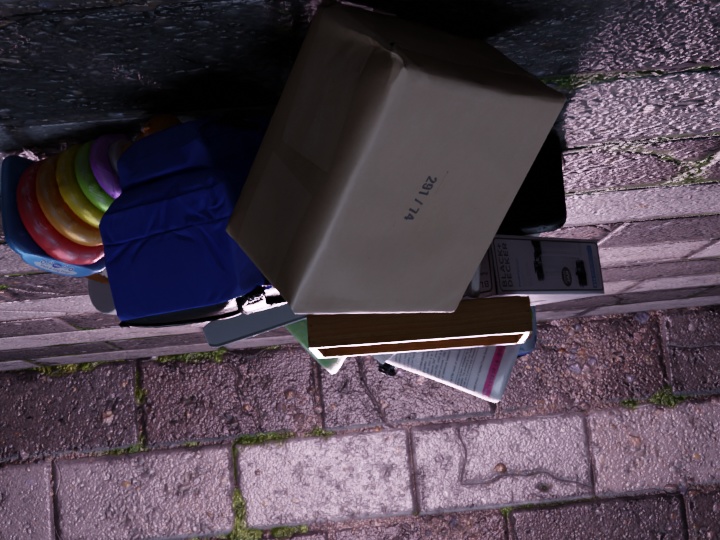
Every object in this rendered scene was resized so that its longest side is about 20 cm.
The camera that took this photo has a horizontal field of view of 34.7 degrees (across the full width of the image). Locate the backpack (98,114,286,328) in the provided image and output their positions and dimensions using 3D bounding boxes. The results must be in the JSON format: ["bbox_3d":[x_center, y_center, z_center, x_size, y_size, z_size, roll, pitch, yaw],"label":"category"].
[{"bbox_3d":[-0.099,-0.045,0.988,0.161,0.170,0.199,-5,-177,33],"label":"backpack"}]

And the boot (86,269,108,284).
[{"bbox_3d":[-0.279,0.001,1.297,0.199,0.069,0.188,29,163,-11],"label":"boot"}]

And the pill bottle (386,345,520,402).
[{"bbox_3d":[0.085,0.067,1.334,0.198,0.114,0.113,19,175,10],"label":"pill bottle"}]

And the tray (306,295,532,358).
[{"bbox_3d":[0.054,0.052,1.063,0.198,0.037,0.099,-4,170,2],"label":"tray"}]

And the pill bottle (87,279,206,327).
[{"bbox_3d":[-0.274,0.022,1.602,0.110,0.112,0.199,-12,169,38],"label":"pill bottle"}]

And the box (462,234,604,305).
[{"bbox_3d":[0.152,0.004,1.200,0.116,0.061,0.199,-12,172,43],"label":"box"}]

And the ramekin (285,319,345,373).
[{"bbox_3d":[-0.064,0.026,1.484,0.098,0.200,0.200,-41,170,0],"label":"ramekin"}]

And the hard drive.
[{"bbox_3d":[-0.068,0.023,1.166,0.131,0.027,0.200,-19,-172,14],"label":"hard drive"}]

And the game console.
[{"bbox_3d":[0.123,-0.073,1.241,0.198,0.177,0.117,-8,142,13],"label":"game console"}]

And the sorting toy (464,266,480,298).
[{"bbox_3d":[0.069,-0.055,1.084,0.106,0.182,0.200,0,170,-30],"label":"sorting toy"}]

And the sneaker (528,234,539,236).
[{"bbox_3d":[0.175,-0.047,1.295,0.072,0.086,0.200,-3,-164,21],"label":"sneaker"}]

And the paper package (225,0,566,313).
[{"bbox_3d":[0.026,-0.076,0.851,0.189,0.201,0.103,2,-147,-43],"label":"paper package"}]

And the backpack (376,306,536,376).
[{"bbox_3d":[0.126,0.047,1.476,0.198,0.149,0.183,0,-172,8],"label":"backpack"}]

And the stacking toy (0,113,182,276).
[{"bbox_3d":[-0.228,-0.084,1.050,0.199,0.111,0.116,-29,150,32],"label":"stacking toy"}]

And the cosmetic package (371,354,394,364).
[{"bbox_3d":[0.000,0.000,1.282,0.082,0.201,0.051,-36,147,5],"label":"cosmetic package"}]
